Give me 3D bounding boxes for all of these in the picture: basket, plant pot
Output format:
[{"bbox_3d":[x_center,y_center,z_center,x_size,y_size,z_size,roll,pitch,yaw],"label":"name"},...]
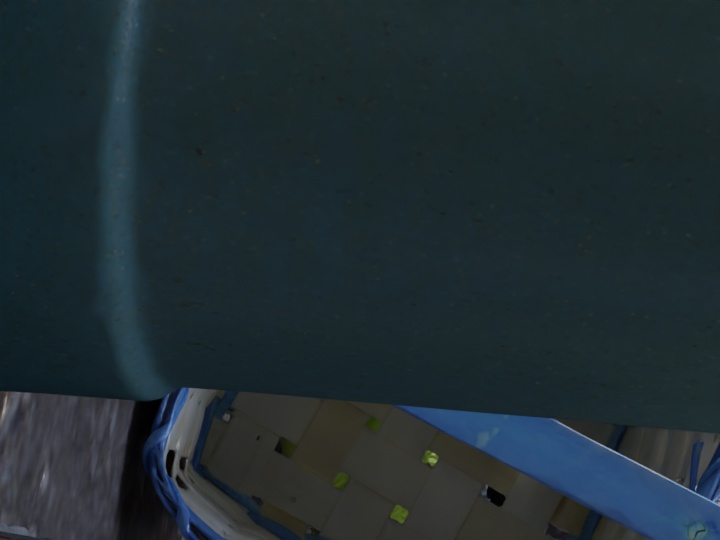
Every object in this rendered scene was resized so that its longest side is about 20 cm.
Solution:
[{"bbox_3d":[0.023,0.044,0.816,0.139,0.176,0.200,-60,-175,-3],"label":"basket"},{"bbox_3d":[0.019,-0.052,0.591,0.200,0.196,0.201,10,90,-83],"label":"plant pot"}]

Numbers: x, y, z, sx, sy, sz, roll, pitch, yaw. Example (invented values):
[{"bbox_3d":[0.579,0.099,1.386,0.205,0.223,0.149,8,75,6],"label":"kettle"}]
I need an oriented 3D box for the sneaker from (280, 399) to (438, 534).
[{"bbox_3d":[0.000,0.000,1.020,0.105,0.076,0.200,-104,-159,-67],"label":"sneaker"}]

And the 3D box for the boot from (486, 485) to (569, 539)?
[{"bbox_3d":[0.078,0.033,1.055,0.200,0.069,0.174,-79,167,-50],"label":"boot"}]

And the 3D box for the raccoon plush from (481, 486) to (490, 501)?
[{"bbox_3d":[0.005,0.107,1.077,0.200,0.096,0.134,53,39,-78],"label":"raccoon plush"}]

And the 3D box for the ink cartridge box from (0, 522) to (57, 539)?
[{"bbox_3d":[-0.004,0.115,0.602,0.146,0.200,0.085,47,59,-80],"label":"ink cartridge box"}]
